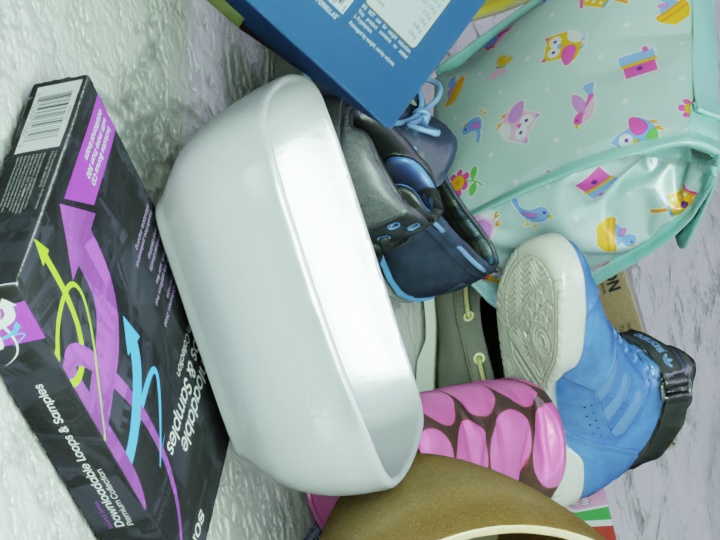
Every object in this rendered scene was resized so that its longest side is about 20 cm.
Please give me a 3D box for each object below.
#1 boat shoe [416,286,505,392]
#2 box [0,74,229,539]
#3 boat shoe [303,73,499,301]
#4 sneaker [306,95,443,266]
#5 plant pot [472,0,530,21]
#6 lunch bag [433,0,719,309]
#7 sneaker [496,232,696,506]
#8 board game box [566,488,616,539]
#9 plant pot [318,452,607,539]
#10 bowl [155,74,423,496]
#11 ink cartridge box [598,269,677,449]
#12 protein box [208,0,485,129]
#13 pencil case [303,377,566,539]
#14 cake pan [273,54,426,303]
[{"bbox_3d":[0.074,0.028,1.694,0.072,0.060,0.203,54,32,-52],"label":"boat shoe"},{"bbox_3d":[-0.113,0.033,1.204,0.144,0.036,0.201,-79,153,-47],"label":"box"},{"bbox_3d":[0.025,-0.070,1.483,0.200,0.068,0.085,60,28,-44],"label":"boat shoe"},{"bbox_3d":[0.000,0.000,1.425,0.073,0.111,0.201,-69,144,-55],"label":"sneaker"},{"bbox_3d":[0.031,-0.242,1.491,0.201,0.199,0.190,9,69,-70],"label":"plant pot"},{"bbox_3d":[0.142,-0.087,1.601,0.122,0.199,0.171,36,41,-31],"label":"lunch bag"},{"bbox_3d":[0.148,0.048,1.590,0.077,0.111,0.201,43,-33,47],"label":"sneaker"},{"bbox_3d":[0.137,0.163,1.751,0.153,0.040,0.201,-119,-166,-75],"label":"board game box"},{"bbox_3d":[0.047,0.170,1.284,0.200,0.185,0.188,-117,-172,-69],"label":"plant pot"},{"bbox_3d":[-0.037,0.011,1.282,0.200,0.074,0.201,-54,126,-80],"label":"bowl"},{"bbox_3d":[0.157,0.016,1.859,0.165,0.075,0.201,-92,164,-67],"label":"ink cartridge box"},{"bbox_3d":[-0.014,-0.218,1.282,0.201,0.135,0.198,-53,141,-2],"label":"protein box"},{"bbox_3d":[0.047,0.115,1.483,0.200,0.091,0.094,-11,66,-58],"label":"pencil case"},{"bbox_3d":[-0.002,-0.077,1.570,0.200,0.036,0.202,-10,90,-70],"label":"cake pan"}]
